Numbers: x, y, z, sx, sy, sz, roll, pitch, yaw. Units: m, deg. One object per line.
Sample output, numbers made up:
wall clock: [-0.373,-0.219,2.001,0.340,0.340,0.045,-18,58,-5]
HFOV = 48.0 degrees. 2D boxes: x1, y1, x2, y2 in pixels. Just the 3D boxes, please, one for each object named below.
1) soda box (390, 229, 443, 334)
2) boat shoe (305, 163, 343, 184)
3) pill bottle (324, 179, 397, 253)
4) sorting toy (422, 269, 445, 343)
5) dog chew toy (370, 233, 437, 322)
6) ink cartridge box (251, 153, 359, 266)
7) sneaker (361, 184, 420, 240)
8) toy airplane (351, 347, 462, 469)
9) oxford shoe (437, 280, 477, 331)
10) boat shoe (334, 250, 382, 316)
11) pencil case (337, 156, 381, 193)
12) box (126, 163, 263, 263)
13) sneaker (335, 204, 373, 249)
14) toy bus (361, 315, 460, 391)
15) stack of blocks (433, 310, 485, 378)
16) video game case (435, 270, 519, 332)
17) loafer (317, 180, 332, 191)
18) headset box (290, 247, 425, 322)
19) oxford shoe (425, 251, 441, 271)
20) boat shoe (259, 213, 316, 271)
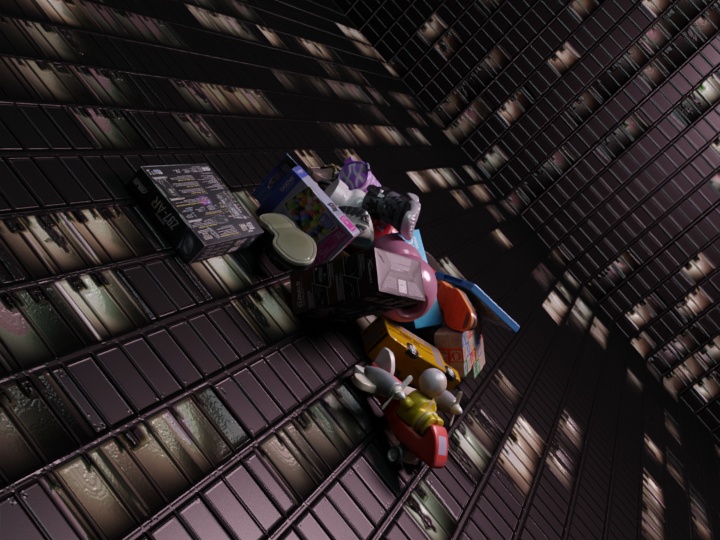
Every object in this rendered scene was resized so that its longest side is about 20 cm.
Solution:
soda box: [0.102,0.025,1.641,0.067,0.064,0.203,-8,75,-25]
boat shoe: [-0.064,-0.216,1.870,0.072,0.060,0.199,44,17,26]
pill bottle: [0.001,-0.098,1.723,0.199,0.112,0.113,40,22,-18]
sorting toy: [0.136,0.051,1.779,0.199,0.070,0.200,39,22,-23]
dog chew toy: [0.068,0.003,1.513,0.124,0.125,0.201,32,22,-33]
ink cartridge box: [-0.110,-0.103,1.501,0.200,0.119,0.042,48,27,2]
sneaker: [0.057,-0.117,1.606,0.112,0.077,0.200,14,16,-1]
toy airplane: [0.078,0.199,1.294,0.199,0.141,0.200,44,21,-5]
oxford shoe: [0.204,0.072,1.615,0.072,0.072,0.200,17,15,-16]
boat shoe: [0.000,0.000,1.604,0.200,0.068,0.072,42,23,-11]
pencil case: [0.011,-0.182,1.876,0.086,0.083,0.200,67,8,28]
box: [-0.260,-0.098,1.303,0.161,0.043,0.200,50,21,6]
sneaker: [-0.065,-0.086,1.563,0.198,0.078,0.080,18,-30,23]
toy bus: [0.096,0.165,1.501,0.199,0.065,0.079,32,23,-33]
stack of blocks: [0.204,0.161,1.649,0.200,0.058,0.117,-27,112,-69]
video game case: [0.243,0.064,1.719,0.143,0.018,0.200,42,-5,-18]
loafer: [-0.022,-0.129,1.805,0.199,0.064,0.071,32,-17,-32]
headset box: [-0.012,0.031,1.373,0.148,0.198,0.078,14,66,-53]
oxford shoe: [0.120,-0.026,1.899,0.200,0.071,0.071,44,-5,-22]
boat shoe: [-0.128,-0.033,1.376,0.074,0.067,0.199,-7,28,-28]
